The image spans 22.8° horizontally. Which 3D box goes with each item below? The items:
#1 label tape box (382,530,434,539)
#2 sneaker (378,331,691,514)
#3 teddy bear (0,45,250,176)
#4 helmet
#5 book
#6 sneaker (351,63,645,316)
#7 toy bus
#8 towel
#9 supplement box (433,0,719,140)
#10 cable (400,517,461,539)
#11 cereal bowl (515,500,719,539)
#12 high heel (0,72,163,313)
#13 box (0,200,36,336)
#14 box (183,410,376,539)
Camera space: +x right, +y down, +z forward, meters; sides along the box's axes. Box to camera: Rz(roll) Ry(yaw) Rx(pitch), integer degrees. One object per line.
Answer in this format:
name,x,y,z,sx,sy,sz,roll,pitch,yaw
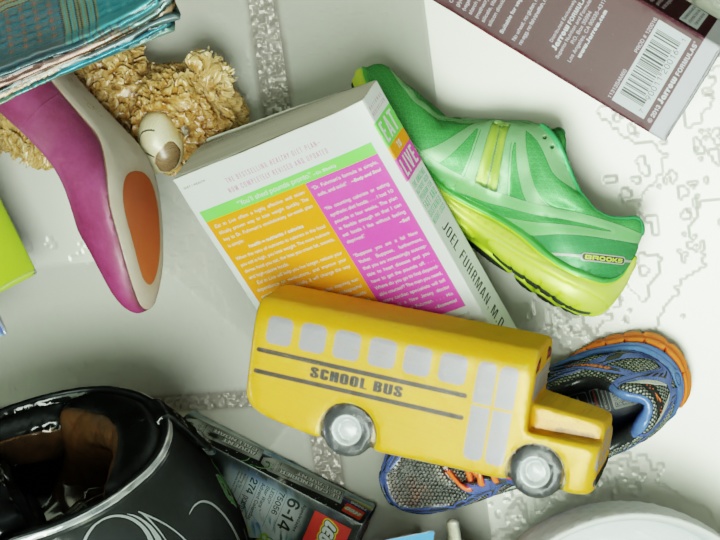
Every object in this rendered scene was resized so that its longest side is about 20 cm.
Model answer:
label tape box,-0.019,0.256,1.002,0.143,0.063,0.202,-8,121,-19
sneaker,0.096,0.093,1.052,0.199,0.078,0.076,-27,94,19
teddy bear,-0.169,-0.097,1.085,0.199,0.067,0.146,29,111,7
helmet,-0.160,0.186,1.041,0.198,0.200,0.192,-5,119,16
book,0.000,0.000,1.032,0.133,0.048,0.201,-16,115,32
sneaker,0.079,-0.057,1.036,0.200,0.074,0.084,39,84,7
toy bus,0.040,0.066,0.988,0.198,0.065,0.079,11,100,14
towel,-0.186,-0.167,1.002,0.146,0.201,0.022,-23,132,1
supplement box,0.101,-0.154,0.978,0.199,0.109,0.061,33,109,7
cable,0.058,0.248,1.103,0.096,0.050,0.201,-23,101,17
cereal bowl,0.146,0.229,1.051,0.198,0.083,0.202,-1,98,-10
high heel,-0.177,-0.065,1.030,0.095,0.067,0.202,-17,82,19
box,-0.283,-0.045,1.116,0.121,0.048,0.201,-19,98,42
box,-0.090,0.210,1.147,0.136,0.040,0.201,25,107,8
